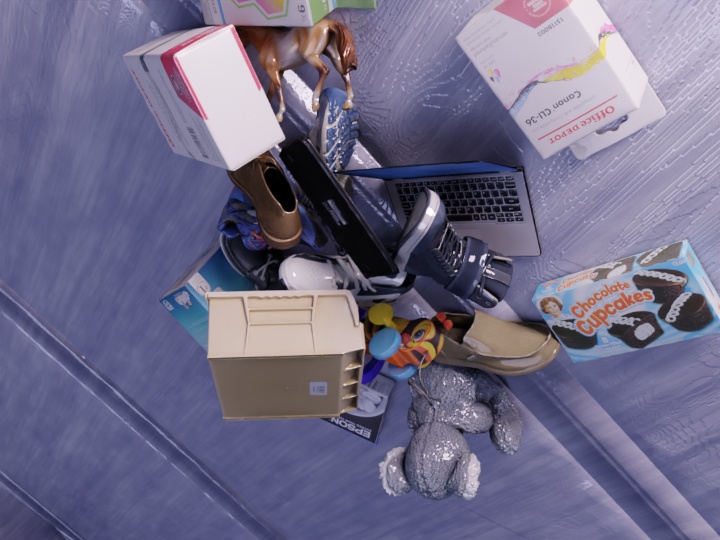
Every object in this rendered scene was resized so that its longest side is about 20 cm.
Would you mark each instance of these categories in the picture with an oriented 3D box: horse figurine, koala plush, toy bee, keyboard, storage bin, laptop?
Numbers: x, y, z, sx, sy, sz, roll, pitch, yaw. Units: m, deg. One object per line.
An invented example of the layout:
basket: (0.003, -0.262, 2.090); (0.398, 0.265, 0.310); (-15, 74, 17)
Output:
horse figurine: (-0.072, -0.245, 0.864); (0.199, 0.050, 0.133); (-4, 91, 39)
koala plush: (0.121, 0.246, 1.080); (0.177, 0.200, 0.184); (-2, 131, 32)
toy bee: (0.073, 0.100, 1.011); (0.200, 0.109, 0.131); (37, 168, 36)
keyboard: (-0.024, -0.079, 0.895); (0.200, 0.040, 0.104); (56, 152, -16)
storage bin: (-0.099, 0.118, 0.991); (0.197, 0.094, 0.200); (-1, 146, -5)
laptop: (0.098, -0.068, 0.889); (0.186, 0.116, 0.201); (1, 127, 31)

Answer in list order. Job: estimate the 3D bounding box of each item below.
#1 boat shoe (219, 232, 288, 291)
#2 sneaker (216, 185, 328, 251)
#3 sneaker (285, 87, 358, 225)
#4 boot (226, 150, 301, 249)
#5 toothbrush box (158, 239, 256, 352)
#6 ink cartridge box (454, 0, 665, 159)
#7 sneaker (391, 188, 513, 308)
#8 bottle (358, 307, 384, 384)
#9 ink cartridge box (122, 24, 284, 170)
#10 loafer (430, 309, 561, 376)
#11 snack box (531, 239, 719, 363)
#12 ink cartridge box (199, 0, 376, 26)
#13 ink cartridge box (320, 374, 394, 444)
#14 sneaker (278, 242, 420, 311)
boat shoe: (-0.129, 0.006, 1.112); (0.200, 0.076, 0.060); (42, 174, -22)
sneaker: (-0.124, -0.057, 1.024); (0.199, 0.079, 0.075); (19, 159, 42)
sneaker: (-0.059, -0.146, 0.947); (0.085, 0.077, 0.201); (24, 136, 16)
boot: (-0.123, -0.126, 0.951); (0.200, 0.073, 0.076); (60, 155, 31)
toothbrush box: (-0.187, 0.062, 1.153); (0.085, 0.147, 0.200); (-25, 113, 43)
ink cartridge box: (0.205, -0.197, 0.746); (0.116, 0.068, 0.200); (-28, 110, 43)
sneaker: (0.115, -0.022, 0.854); (0.146, 0.077, 0.202); (24, 169, 3)
bottle: (-0.023, 0.077, 1.111); (0.065, 0.084, 0.201); (0, 128, 32)
ink cartridge box: (-0.196, -0.214, 0.904); (0.200, 0.084, 0.145); (23, 143, 54)
loafer: (0.175, 0.096, 1.015); (0.199, 0.076, 0.068); (-4, 131, 33)
snack box: (0.326, 0.044, 0.906); (0.200, 0.037, 0.116); (-21, 114, 42)
ink cartridge box: (-0.089, -0.330, 0.812); (0.199, 0.059, 0.104); (10, 131, 23)
ink cartridge box: (-0.050, 0.225, 1.289); (0.197, 0.043, 0.201); (23, 137, 12)
sneaker: (0.000, 0.000, 0.981); (0.199, 0.080, 0.129); (18, 146, -37)
